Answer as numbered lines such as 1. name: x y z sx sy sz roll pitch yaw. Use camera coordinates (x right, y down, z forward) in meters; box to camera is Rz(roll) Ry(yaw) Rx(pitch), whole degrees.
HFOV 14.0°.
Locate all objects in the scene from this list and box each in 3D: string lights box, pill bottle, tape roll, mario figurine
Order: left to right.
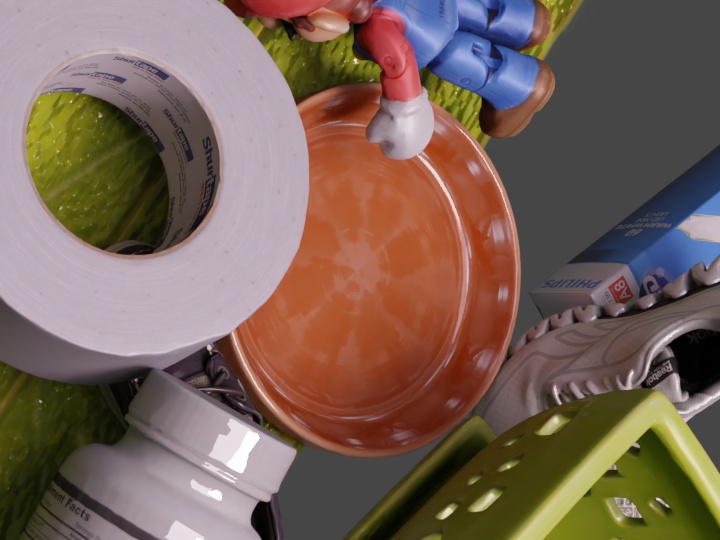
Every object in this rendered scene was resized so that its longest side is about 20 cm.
1. tape roll: -0.127 -0.048 1.427 0.200 0.066 0.200 8 72 -25
2. pill bottle: -0.115 0.152 1.403 0.111 0.111 0.200 32 88 -31
3. mario figurine: 0.001 -0.135 1.543 0.200 0.123 0.106 22 108 -31
4. string lights box: 0.200 0.004 1.695 0.200 0.059 0.103 -37 111 -30

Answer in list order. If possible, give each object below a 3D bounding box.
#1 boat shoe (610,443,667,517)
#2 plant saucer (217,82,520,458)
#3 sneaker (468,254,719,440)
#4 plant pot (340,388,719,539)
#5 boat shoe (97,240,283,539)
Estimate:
1. boat shoe: 0.176 0.173 1.672 0.075 0.062 0.200 -42 111 -8
2. plant saucer: 0.000 0.000 1.568 0.200 0.032 0.200 0 89 -36
3. sneaker: 0.143 0.056 1.581 0.075 0.200 0.081 56 22 -17
4. plant pot: 0.088 0.193 1.534 0.199 0.181 0.200 -44 113 -29
5. boat shoe: -0.082 0.079 1.486 0.072 0.065 0.200 -21 100 -33
